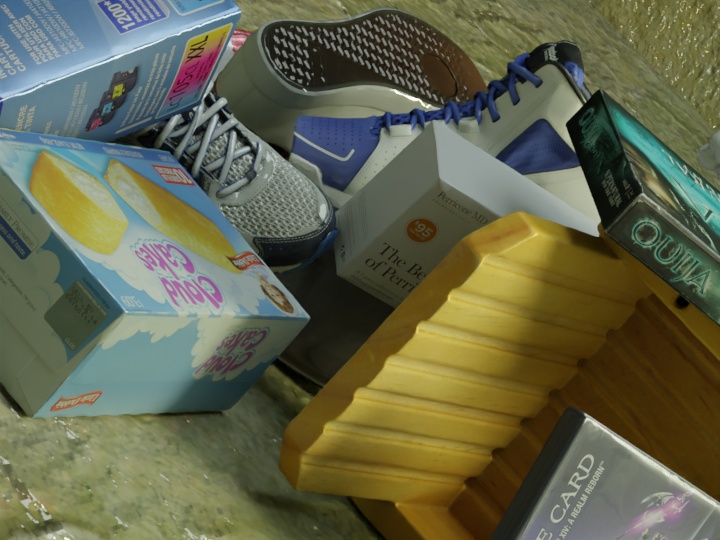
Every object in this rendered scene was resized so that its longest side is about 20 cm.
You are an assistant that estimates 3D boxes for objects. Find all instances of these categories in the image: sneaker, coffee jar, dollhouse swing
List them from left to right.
[{"bbox_3d":[-0.099,-0.068,1.358,0.200,0.077,0.085,30,-33,13],"label":"sneaker"},{"bbox_3d":[-0.013,-0.103,1.575,0.200,0.085,0.073,1,58,-46],"label":"sneaker"},{"bbox_3d":[0.000,0.000,1.507,0.104,0.085,0.200,30,16,-3],"label":"coffee jar"},{"bbox_3d":[0.067,-0.072,1.443,0.199,0.116,0.081,14,16,0],"label":"sneaker"},{"bbox_3d":[0.094,0.088,1.287,0.182,0.200,0.176,47,16,12],"label":"dollhouse swing"}]

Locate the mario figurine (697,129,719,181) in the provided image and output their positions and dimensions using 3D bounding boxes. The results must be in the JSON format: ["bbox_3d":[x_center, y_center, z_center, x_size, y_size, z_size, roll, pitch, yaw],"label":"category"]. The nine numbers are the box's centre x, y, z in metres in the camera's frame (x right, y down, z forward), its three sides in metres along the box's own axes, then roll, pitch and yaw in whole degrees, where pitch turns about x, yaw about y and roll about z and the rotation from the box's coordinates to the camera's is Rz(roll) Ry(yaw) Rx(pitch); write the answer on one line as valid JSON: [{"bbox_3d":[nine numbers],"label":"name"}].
[{"bbox_3d":[0.194,0.001,1.462,0.106,0.200,0.124,31,61,-30],"label":"mario figurine"}]

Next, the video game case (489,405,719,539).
[{"bbox_3d":[0.130,0.169,1.282,0.200,0.143,0.019,34,-5,-34],"label":"video game case"}]

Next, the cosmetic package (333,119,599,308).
[{"bbox_3d":[0.088,0.009,1.389,0.200,0.083,0.051,30,32,-27],"label":"cosmetic package"}]

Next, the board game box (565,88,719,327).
[{"bbox_3d":[0.186,0.005,1.305,0.200,0.028,0.135,38,16,-19],"label":"board game box"}]

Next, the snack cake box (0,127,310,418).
[{"bbox_3d":[-0.115,0.003,1.229,0.115,0.067,0.200,47,15,16],"label":"snack cake box"}]

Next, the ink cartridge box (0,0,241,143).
[{"bbox_3d":[-0.176,-0.113,1.256,0.200,0.076,0.137,-26,65,-36],"label":"ink cartridge box"}]

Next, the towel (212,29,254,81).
[{"bbox_3d":[-0.083,-0.107,1.622,0.200,0.023,0.144,12,33,-37],"label":"towel"}]
